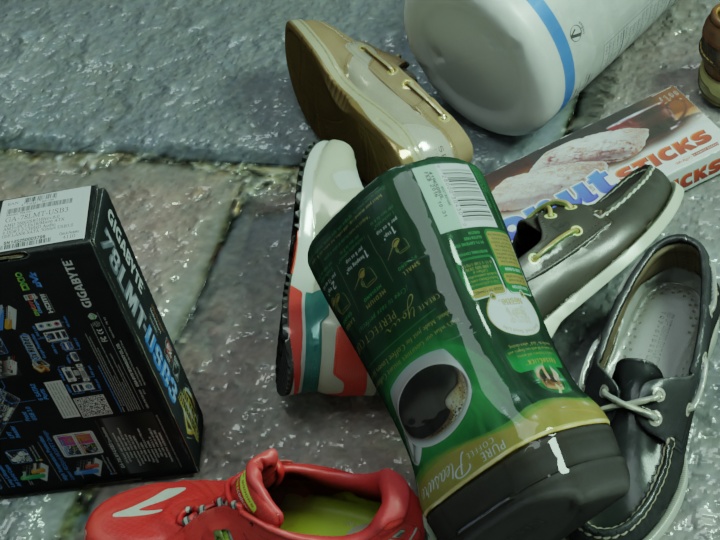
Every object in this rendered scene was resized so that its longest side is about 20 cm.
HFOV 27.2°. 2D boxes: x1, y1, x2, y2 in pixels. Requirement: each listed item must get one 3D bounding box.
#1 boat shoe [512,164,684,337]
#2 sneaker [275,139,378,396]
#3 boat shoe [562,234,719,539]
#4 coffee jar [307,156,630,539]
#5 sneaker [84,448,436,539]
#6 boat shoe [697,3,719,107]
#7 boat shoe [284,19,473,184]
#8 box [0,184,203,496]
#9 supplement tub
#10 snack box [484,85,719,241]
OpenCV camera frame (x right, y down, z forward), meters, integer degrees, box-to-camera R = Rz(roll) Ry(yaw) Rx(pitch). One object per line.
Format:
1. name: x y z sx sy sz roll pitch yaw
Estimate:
1. boat shoe: 0.112 -0.005 0.877 0.201 0.072 0.061 -42 93 -22
2. sneaker: 0.000 0.000 0.929 0.092 0.071 0.201 7 45 -2
3. boat shoe: 0.155 0.066 0.816 0.073 0.061 0.201 14 53 24
4. coffee jar: 0.055 0.049 0.769 0.085 0.104 0.201 -1 59 -46
5. sneaker: -0.058 0.128 0.799 0.198 0.085 0.077 -3 46 13
6. boat shoe: 0.321 -0.152 0.972 0.198 0.068 0.072 -5 46 11
7. boat shoe: 0.010 -0.116 1.029 0.069 0.074 0.200 -19 45 -19
8. box: -0.208 0.051 0.833 0.197 0.201 0.050 -8 45 9
9. supplement tub: 0.137 -0.199 1.023 0.131 0.133 0.200 28 61 35
10. snack box: 0.137 -0.053 0.959 0.199 0.024 0.072 -26 47 -10
